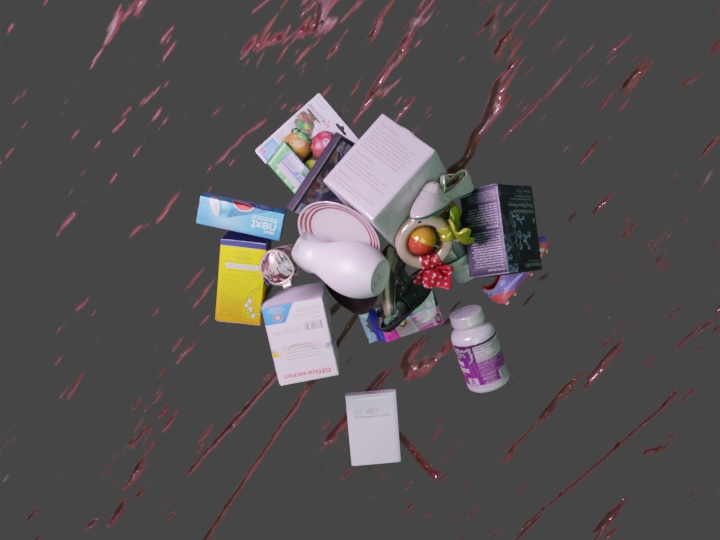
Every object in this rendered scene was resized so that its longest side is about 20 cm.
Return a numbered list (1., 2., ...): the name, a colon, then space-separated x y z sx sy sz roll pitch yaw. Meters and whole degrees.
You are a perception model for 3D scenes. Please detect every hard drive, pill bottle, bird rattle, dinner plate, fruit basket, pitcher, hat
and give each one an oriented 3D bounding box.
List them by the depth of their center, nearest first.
1. bird rattle: 0.152 -0.057 1.460 0.163 0.113 0.200 21 121 -16
2. pitcher: -0.031 0.000 1.465 0.200 0.172 0.121 18 72 29
3. dinner plate: -0.046 -0.080 1.480 0.200 0.024 0.200 17 141 15
4. fruit basket: -0.108 -0.271 1.518 0.200 0.094 0.185 -40 102 5
5. pill bottle: 0.212 -0.076 1.563 0.116 0.116 0.200 -37 102 8
6. hat: 0.000 0.000 1.589 0.200 0.081 0.201 18 118 39
7. pill bottle: 0.289 0.192 1.636 0.112 0.112 0.200 -20 103 4
8. hard drive: 0.034 0.412 1.730 0.132 0.027 0.200 -5 104 -1

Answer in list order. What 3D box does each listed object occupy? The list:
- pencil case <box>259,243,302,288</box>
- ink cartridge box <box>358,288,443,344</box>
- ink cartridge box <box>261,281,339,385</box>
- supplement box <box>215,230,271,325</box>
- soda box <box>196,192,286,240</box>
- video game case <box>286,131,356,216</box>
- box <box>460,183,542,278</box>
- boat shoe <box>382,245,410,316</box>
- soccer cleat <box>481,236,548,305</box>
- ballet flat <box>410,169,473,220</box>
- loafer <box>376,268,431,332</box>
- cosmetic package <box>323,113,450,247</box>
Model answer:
1. pencil case: -0.176 -0.013 1.531 0.078 0.200 0.090 -14 96 6
2. ink cartridge box: 0.101 0.116 1.653 0.200 0.037 0.095 -19 104 5
3. ink cartridge box: -0.140 0.150 1.597 0.147 0.145 0.200 -10 104 1
4. supplement box: -0.278 0.016 1.578 0.109 0.109 0.200 7 105 -3
5. soda box: -0.281 -0.128 1.564 0.200 0.064 0.068 12 104 -5
6. video game case: -0.052 -0.197 1.511 0.181 0.026 0.200 20 109 -53
7. box: 0.321 -0.090 1.508 0.107 0.148 0.200 -8 88 44
8. boat shoe: 0.086 0.022 1.551 0.065 0.200 0.072 4 135 1
9. soccer cleat: 0.380 -0.007 1.614 0.076 0.067 0.200 33 104 -5
10. ballet flat: 0.169 -0.168 1.408 0.200 0.069 0.070 -30 108 -39
11. loafer: 0.114 0.070 1.589 0.068 0.070 0.201 41 92 3
12. cosmetic package: 0.064 -0.195 1.457 0.200 0.166 0.167 -48 61 0
